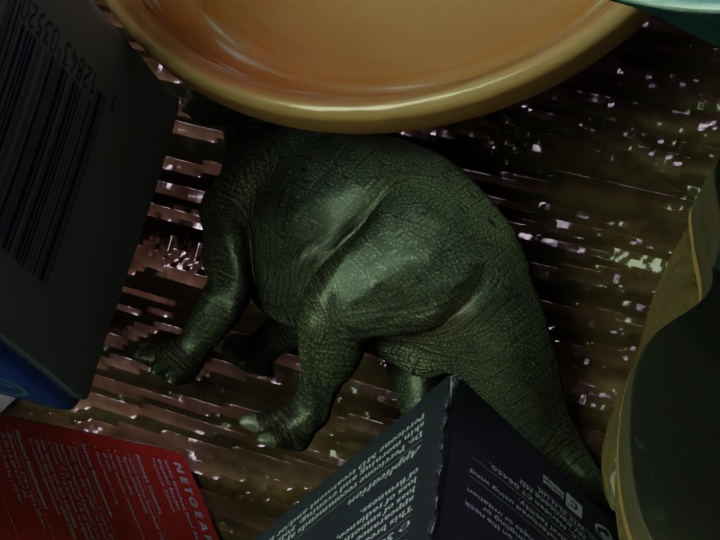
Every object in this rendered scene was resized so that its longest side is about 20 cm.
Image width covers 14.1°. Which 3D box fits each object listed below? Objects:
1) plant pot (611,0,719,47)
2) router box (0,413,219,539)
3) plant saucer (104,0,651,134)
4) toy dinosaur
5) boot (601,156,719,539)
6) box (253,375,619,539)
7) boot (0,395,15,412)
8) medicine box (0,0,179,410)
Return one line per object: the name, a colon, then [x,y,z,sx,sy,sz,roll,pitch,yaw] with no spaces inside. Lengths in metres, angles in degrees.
plant pot: [0.131,-0.130,0.681,0.199,0.188,0.201,-8,74,28]
router box: [-0.166,0.116,0.854,0.200,0.179,0.049,-39,60,22]
plant saucer: [0.016,-0.123,0.828,0.199,0.037,0.201,-7,62,13]
toy dinosaur: [0.000,0.000,0.824,0.200,0.077,0.103,37,109,39]
boot: [0.089,0.046,0.698,0.073,0.200,0.076,28,116,-2]
box: [-0.018,0.158,0.725,0.200,0.104,0.182,-41,14,22]
boot: [-0.182,0.055,0.936,0.200,0.090,0.073,-53,55,14]
medicine box: [-0.177,-0.053,0.793,0.199,0.182,0.103,12,76,19]
